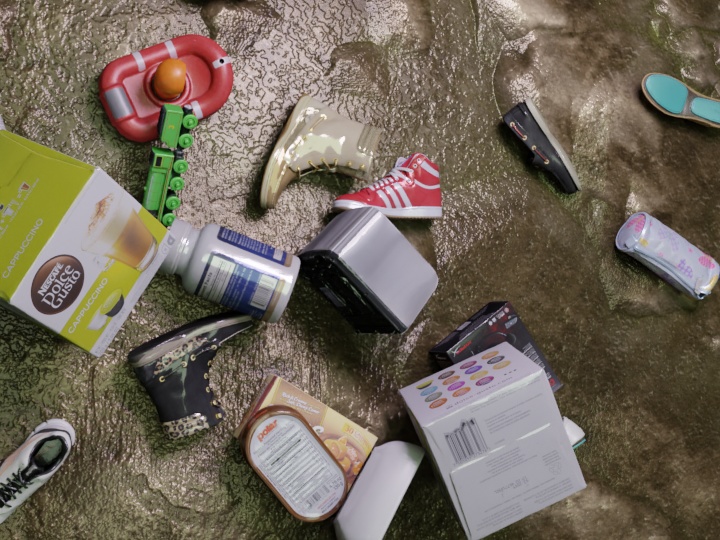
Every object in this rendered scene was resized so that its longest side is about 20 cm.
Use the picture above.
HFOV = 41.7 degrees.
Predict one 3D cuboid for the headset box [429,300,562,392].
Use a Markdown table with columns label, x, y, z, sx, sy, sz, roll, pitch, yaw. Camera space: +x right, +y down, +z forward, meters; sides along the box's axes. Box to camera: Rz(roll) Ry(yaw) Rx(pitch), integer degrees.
| label | x | y | z | sx | sy | sz | roll | pitch | yaw |
| --- | --- | --- | --- | --- | --- | --- | --- | --- | --- |
| headset box | 0.236 | 0.175 | 1.614 | 0.149 | 0.077 | 0.200 | -36 | 98 | -18 |

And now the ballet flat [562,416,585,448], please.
| label | x | y | z | sx | sy | sz | roll | pitch | yaw |
| --- | --- | --- | --- | --- | --- | --- | --- | --- | --- |
| ballet flat | 0.305 | 0.322 | 1.647 | 0.200 | 0.069 | 0.070 | -31 | 99 | -23 |

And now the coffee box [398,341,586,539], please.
| label | x | y | z | sx | sy | sz | roll | pitch | yaw |
| --- | --- | --- | --- | --- | --- | --- | --- | --- | --- |
| coffee box | 0.199 | 0.257 | 1.464 | 0.199 | 0.198 | 0.200 | -24 | 101 | -3 |

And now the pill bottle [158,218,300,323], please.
| label | x | y | z | sx | sy | sz | roll | pitch | yaw |
| --- | --- | --- | --- | --- | --- | --- | --- | --- | --- |
| pill bottle | -0.201 | -0.004 | 1.426 | 0.200 | 0.111 | 0.111 | 22 | 80 | -10 |

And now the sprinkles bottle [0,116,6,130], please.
| label | x | y | z | sx | sy | sz | roll | pitch | yaw |
| --- | --- | --- | --- | --- | --- | --- | --- | --- | --- |
| sprinkles bottle | -0.535 | -0.188 | 1.342 | 0.068 | 0.068 | 0.201 | -20 | 95 | -20 |

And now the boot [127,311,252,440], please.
| label | x | y | z | sx | sy | sz | roll | pitch | yaw |
| --- | --- | --- | --- | --- | --- | --- | --- | --- | --- |
| boot | -0.239 | 0.156 | 1.438 | 0.200 | 0.073 | 0.151 | -23 | 102 | -30 |

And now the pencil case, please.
| label | x | y | z | sx | sy | sz | roll | pitch | yaw |
| --- | --- | --- | --- | --- | --- | --- | --- | --- | --- |
| pencil case | 0.566 | -0.025 | 1.743 | 0.200 | 0.083 | 0.091 | 33 | 55 | -15 |

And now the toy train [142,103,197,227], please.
| label | x | y | z | sx | sy | sz | roll | pitch | yaw |
| --- | --- | --- | --- | --- | --- | --- | --- | --- | --- |
| toy train | -0.288 | -0.154 | 1.404 | 0.056 | 0.042 | 0.200 | 5 | 117 | -27 |

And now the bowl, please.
| label | x | y | z | sx | sy | sz | roll | pitch | yaw |
| --- | --- | --- | --- | --- | --- | --- | --- | --- | --- |
| bowl | 0.021 | 0.352 | 1.472 | 0.075 | 0.200 | 0.200 | 29 | 75 | 5 |

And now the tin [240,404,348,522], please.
| label | x | y | z | sx | sy | sz | roll | pitch | yaw |
| --- | --- | --- | --- | --- | --- | --- | --- | --- | --- |
| tin | -0.099 | 0.296 | 1.446 | 0.112 | 0.042 | 0.200 | -41 | 104 | -15 |

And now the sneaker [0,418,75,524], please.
| label | x | y | z | sx | sy | sz | roll | pitch | yaw |
| --- | --- | --- | --- | --- | --- | --- | --- | --- | --- |
| sneaker | -0.487 | 0.292 | 1.335 | 0.074 | 0.080 | 0.200 | 45 | 75 | -15 |

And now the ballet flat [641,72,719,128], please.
| label | x | y | z | sx | sy | sz | roll | pitch | yaw |
| --- | --- | --- | --- | --- | --- | --- | --- | --- | --- |
| ballet flat | 0.606 | -0.314 | 1.785 | 0.200 | 0.063 | 0.069 | 22 | 89 | -12 |

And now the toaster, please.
| label | x | y | z | sx | sy | sz | roll | pitch | yaw |
| --- | --- | --- | --- | --- | --- | --- | --- | --- | --- |
| toaster | 0.000 | 0.000 | 1.480 | 0.200 | 0.181 | 0.119 | 46 | 71 | -14 |

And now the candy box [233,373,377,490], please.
| label | x | y | z | sx | sy | sz | roll | pitch | yaw |
| --- | --- | --- | --- | --- | --- | --- | --- | --- | --- |
| candy box | -0.086 | 0.264 | 1.499 | 0.200 | 0.055 | 0.116 | 34 | 78 | -16 |

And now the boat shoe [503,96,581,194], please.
| label | x | y | z | sx | sy | sz | roll | pitch | yaw |
| --- | --- | --- | --- | --- | --- | --- | --- | --- | --- |
| boat shoe | 0.326 | -0.212 | 1.675 | 0.063 | 0.074 | 0.201 | -33 | 113 | 17 |

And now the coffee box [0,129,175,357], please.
| label | x | y | z | sx | sy | sz | roll | pitch | yaw |
| --- | --- | --- | --- | --- | --- | --- | --- | --- | --- |
| coffee box | -0.415 | -0.035 | 1.263 | 0.200 | 0.200 | 0.198 | -60 | 150 | -14 |

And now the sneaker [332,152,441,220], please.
| label | x | y | z | sx | sy | sz | roll | pitch | yaw |
| --- | --- | --- | --- | --- | --- | --- | --- | --- | --- |
| sneaker | 0.046 | -0.142 | 1.558 | 0.200 | 0.071 | 0.113 | 1 | 91 | -28 |

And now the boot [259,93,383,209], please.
| label | x | y | z | sx | sy | sz | roll | pitch | yaw |
| --- | --- | --- | --- | --- | --- | --- | --- | --- | --- |
| boot | -0.062 | -0.166 | 1.501 | 0.155 | 0.073 | 0.200 | 24 | 73 | -1 |

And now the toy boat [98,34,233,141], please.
| label | x | y | z | sx | sy | sz | roll | pitch | yaw |
| --- | --- | --- | --- | --- | --- | --- | --- | --- | --- |
| toy boat | -0.283 | -0.280 | 1.408 | 0.200 | 0.131 | 0.131 | -26 | 97 | -20 |
